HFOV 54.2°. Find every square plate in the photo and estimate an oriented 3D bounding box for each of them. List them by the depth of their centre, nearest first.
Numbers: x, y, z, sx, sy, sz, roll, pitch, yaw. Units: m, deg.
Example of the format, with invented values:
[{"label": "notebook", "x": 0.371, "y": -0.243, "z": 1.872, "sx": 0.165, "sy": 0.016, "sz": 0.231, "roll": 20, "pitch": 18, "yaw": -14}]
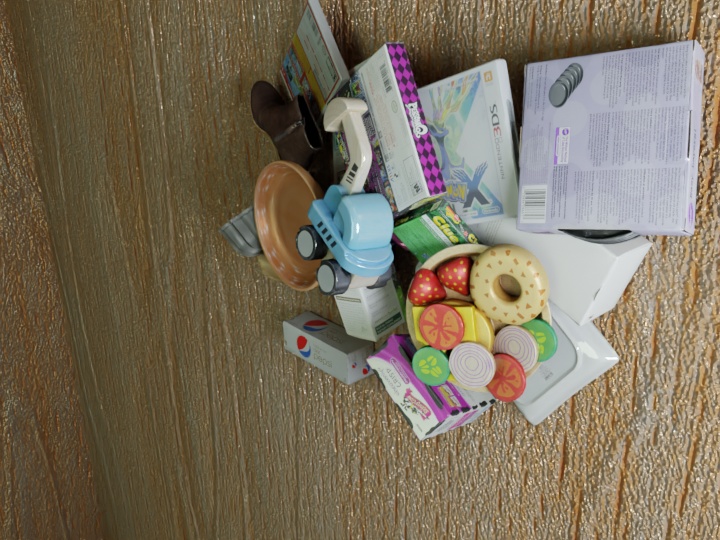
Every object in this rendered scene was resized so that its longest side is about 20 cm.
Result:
[{"label": "square plate", "x": 0.230, "y": 0.095, "z": 0.981, "sx": 0.199, "sy": 0.028, "sz": 0.201, "roll": 56, "pitch": 140, "yaw": 20}]

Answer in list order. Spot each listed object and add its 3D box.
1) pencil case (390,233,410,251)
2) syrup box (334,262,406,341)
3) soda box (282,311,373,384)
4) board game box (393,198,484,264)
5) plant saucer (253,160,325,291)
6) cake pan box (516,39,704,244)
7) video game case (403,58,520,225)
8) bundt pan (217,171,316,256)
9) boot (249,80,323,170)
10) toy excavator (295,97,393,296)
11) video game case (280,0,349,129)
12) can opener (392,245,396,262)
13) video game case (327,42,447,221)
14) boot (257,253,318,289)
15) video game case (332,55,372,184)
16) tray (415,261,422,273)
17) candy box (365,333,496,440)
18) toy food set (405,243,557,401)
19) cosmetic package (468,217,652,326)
[{"label": "pencil case", "x": 0.096, "y": -0.123, "z": 1.008, "sx": 0.094, "sy": 0.090, "sz": 0.202, "roll": 40, "pitch": 131, "yaw": 28}, {"label": "syrup box", "x": 0.000, "y": 0.000, "z": 1.103, "sx": 0.081, "sy": 0.078, "sz": 0.202, "roll": 7, "pitch": 120, "yaw": 52}, {"label": "soda box", "x": -0.063, "y": 0.142, "z": 1.332, "sx": 0.199, "sy": 0.068, "sz": 0.065, "roll": 20, "pitch": 121, "yaw": 45}, {"label": "board game box", "x": 0.137, "y": -0.003, "z": 0.936, "sx": 0.200, "sy": 0.024, "sz": 0.104, "roll": 47, "pitch": 149, "yaw": -17}, {"label": "plant saucer", "x": -0.098, "y": -0.070, "z": 1.080, "sx": 0.199, "sy": 0.037, "sz": 0.203, "roll": 27, "pitch": 125, "yaw": 46}, {"label": "cake pan box", "x": 0.263, "y": -0.131, "z": 0.754, "sx": 0.183, "sy": 0.052, "sz": 0.203, "roll": 1, "pitch": 87, "yaw": 40}, {"label": "video game case", "x": 0.116, "y": -0.148, "z": 0.894, "sx": 0.199, "sy": 0.022, "sz": 0.185, "roll": -6, "pitch": 96, "yaw": 50}, {"label": "bundt pan", "x": -0.147, "y": -0.092, "z": 1.247, "sx": 0.201, "sy": 0.201, "sz": 0.076, "roll": -26, "pitch": 99, "yaw": 52}, {"label": "boot", "x": -0.123, "y": -0.265, "z": 1.207, "sx": 0.166, "sy": 0.072, "sz": 0.202, "roll": -34, "pitch": 74, "yaw": 62}, {"label": "toy excavator", "x": -0.009, "y": -0.096, "z": 0.928, "sx": 0.195, "sy": 0.099, "sz": 0.201, "roll": 56, "pitch": 133, "yaw": 30}, {"label": "video game case", "x": -0.079, "y": -0.323, "z": 1.156, "sx": 0.145, "sy": 0.017, "sz": 0.200, "roll": 68, "pitch": 155, "yaw": 10}, {"label": "can opener", "x": 0.038, "y": -0.072, "z": 1.120, "sx": 0.078, "sy": 0.063, "sz": 0.202, "roll": 35, "pitch": 129, "yaw": 37}, {"label": "video game case", "x": 0.029, "y": -0.170, "z": 0.944, "sx": 0.181, "sy": 0.035, "sz": 0.203, "roll": -26, "pitch": 79, "yaw": 60}, {"label": "boot", "x": -0.106, "y": -0.002, "z": 1.233, "sx": 0.198, "sy": 0.175, "sz": 0.067, "roll": 13, "pitch": 74, "yaw": 34}, {"label": "video game case", "x": 0.006, "y": -0.219, "z": 1.067, "sx": 0.199, "sy": 0.023, "sz": 0.185, "roll": -2, "pitch": 89, "yaw": 64}, {"label": "tray", "x": 0.134, "y": 0.072, "z": 1.046, "sx": 0.201, "sy": 0.022, "sz": 0.107, "roll": 60, "pitch": 169, "yaw": 9}, {"label": "candy box", "x": 0.107, "y": 0.162, "z": 1.022, "sx": 0.061, "sy": 0.199, "sz": 0.137, "roll": -44, "pitch": 67, "yaw": 20}, {"label": "toy food set", "x": 0.145, "y": 0.066, "z": 0.880, "sx": 0.198, "sy": 0.049, "sz": 0.201, "roll": -2, "pitch": 103, "yaw": 28}, {"label": "cosmetic package", "x": 0.237, "y": -0.042, "z": 0.868, "sx": 0.200, "sy": 0.084, "sz": 0.108, "roll": 45, "pitch": 134, "yaw": 29}]
